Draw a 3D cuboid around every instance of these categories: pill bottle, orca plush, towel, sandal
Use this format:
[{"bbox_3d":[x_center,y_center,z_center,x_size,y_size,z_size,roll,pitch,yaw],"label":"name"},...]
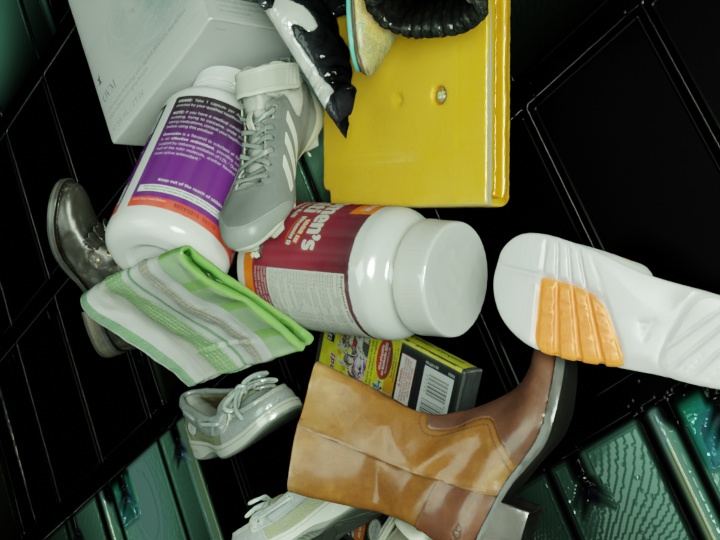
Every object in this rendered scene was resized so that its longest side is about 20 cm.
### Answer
[{"bbox_3d":[0.000,0.000,0.989,0.198,0.109,0.111,5,95,40],"label":"pill bottle"},{"bbox_3d":[-0.145,-0.084,1.065,0.112,0.112,0.202,-21,42,46],"label":"pill bottle"},{"bbox_3d":[-0.034,-0.212,0.993,0.071,0.105,0.201,-33,48,8],"label":"orca plush"},{"bbox_3d":[-0.150,0.046,1.042,0.199,0.149,0.031,-19,42,52],"label":"towel"},{"bbox_3d":[0.191,0.035,0.831,0.205,0.059,0.080,20,97,24],"label":"sandal"}]

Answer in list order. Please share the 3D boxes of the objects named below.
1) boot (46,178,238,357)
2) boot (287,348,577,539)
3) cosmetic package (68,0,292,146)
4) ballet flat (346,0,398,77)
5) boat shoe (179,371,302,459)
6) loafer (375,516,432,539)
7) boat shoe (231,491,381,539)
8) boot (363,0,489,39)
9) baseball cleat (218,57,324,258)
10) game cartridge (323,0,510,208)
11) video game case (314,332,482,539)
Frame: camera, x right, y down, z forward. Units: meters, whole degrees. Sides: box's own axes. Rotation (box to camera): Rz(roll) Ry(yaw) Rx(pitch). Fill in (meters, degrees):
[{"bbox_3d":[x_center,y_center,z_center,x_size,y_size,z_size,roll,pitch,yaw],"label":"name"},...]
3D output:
[{"bbox_3d":[-0.195,-0.009,1.138,0.172,0.069,0.202,-11,108,21],"label":"boot"},{"bbox_3d":[0.055,0.109,0.906,0.198,0.068,0.190,18,94,22],"label":"boot"},{"bbox_3d":[-0.180,-0.260,1.177,0.199,0.122,0.202,-40,61,40],"label":"cosmetic package"},{"bbox_3d":[0.015,-0.247,0.956,0.071,0.070,0.202,-38,47,41],"label":"ballet flat"},{"bbox_3d":[-0.121,0.134,1.125,0.065,0.074,0.202,62,152,-2],"label":"boat shoe"},{"bbox_3d":[0.061,0.204,0.943,0.070,0.070,0.201,37,109,11],"label":"loafer"},{"bbox_3d":[-0.046,0.208,1.049,0.201,0.074,0.065,-37,60,39],"label":"boat shoe"},{"bbox_3d":[0.101,-0.257,0.848,0.210,0.079,0.159,-22,35,54],"label":"boot"},{"bbox_3d":[-0.088,-0.106,0.998,0.069,0.201,0.107,-11,127,22],"label":"baseball cleat"},{"bbox_3d":[0.042,-0.141,0.984,0.199,0.032,0.179,4,94,50],"label":"game cartridge"},{"bbox_3d":[0.017,0.148,1.044,0.180,0.025,0.202,25,110,44],"label":"video game case"}]
